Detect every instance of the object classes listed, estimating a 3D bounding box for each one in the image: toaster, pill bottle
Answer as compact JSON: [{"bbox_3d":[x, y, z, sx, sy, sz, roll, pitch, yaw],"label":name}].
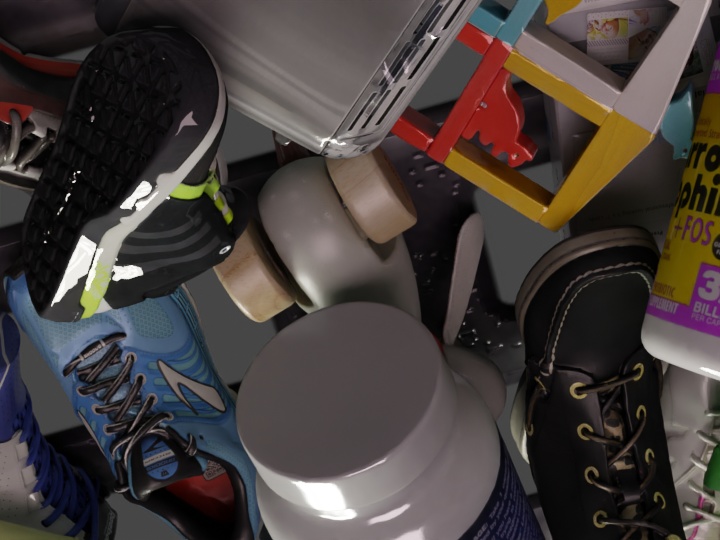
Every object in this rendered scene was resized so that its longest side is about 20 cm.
[{"bbox_3d":[-0.007,-0.142,0.697,0.129,0.114,0.200,34,121,-4],"label":"toaster"},{"bbox_3d":[0.019,0.112,0.810,0.115,0.116,0.200,-19,137,5],"label":"pill bottle"},{"bbox_3d":[0.192,-0.048,0.738,0.104,0.104,0.201,14,93,-14],"label":"pill bottle"}]

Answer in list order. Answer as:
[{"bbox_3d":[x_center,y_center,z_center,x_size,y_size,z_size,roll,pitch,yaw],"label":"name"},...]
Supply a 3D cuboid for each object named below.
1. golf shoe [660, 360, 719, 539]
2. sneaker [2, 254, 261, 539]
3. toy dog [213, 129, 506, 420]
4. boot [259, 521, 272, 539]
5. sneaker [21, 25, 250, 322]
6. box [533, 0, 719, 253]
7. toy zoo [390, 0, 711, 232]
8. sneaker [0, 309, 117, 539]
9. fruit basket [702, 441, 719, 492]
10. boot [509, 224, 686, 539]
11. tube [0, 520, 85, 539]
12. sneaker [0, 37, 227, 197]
[{"bbox_3d":[0.178,0.104,0.904,0.075,0.092,0.200,5,125,-21],"label":"golf shoe"},{"bbox_3d":[-0.101,0.066,0.858,0.078,0.090,0.200,-31,119,12],"label":"sneaker"},{"bbox_3d":[0.000,0.000,0.846,0.131,0.097,0.200,-14,137,-1],"label":"toy dog"},{"bbox_3d":[-0.023,0.205,0.927,0.097,0.075,0.201,29,82,-31],"label":"boot"},{"bbox_3d":[-0.082,-0.040,0.728,0.083,0.072,0.200,-3,159,-27],"label":"sneaker"},{"bbox_3d":[0.166,-0.081,0.827,0.155,0.041,0.201,-11,121,1],"label":"box"},{"bbox_3d":[0.063,-0.105,0.770,0.200,0.020,0.131,32,118,0],"label":"toy zoo"},{"bbox_3d":[-0.175,0.106,0.888,0.115,0.081,0.200,8,127,-15],"label":"sneaker"},{"bbox_3d":[0.269,0.104,0.855,0.215,0.155,0.217,-8,102,-40],"label":"fruit basket"},{"bbox_3d":[0.124,0.089,0.821,0.073,0.154,0.204,-10,146,-8],"label":"boot"},{"bbox_3d":[-0.165,0.154,0.842,0.199,0.058,0.052,14,138,-19],"label":"tube"},{"bbox_3d":[-0.153,-0.059,0.780,0.199,0.082,0.077,24,116,-19],"label":"sneaker"}]
